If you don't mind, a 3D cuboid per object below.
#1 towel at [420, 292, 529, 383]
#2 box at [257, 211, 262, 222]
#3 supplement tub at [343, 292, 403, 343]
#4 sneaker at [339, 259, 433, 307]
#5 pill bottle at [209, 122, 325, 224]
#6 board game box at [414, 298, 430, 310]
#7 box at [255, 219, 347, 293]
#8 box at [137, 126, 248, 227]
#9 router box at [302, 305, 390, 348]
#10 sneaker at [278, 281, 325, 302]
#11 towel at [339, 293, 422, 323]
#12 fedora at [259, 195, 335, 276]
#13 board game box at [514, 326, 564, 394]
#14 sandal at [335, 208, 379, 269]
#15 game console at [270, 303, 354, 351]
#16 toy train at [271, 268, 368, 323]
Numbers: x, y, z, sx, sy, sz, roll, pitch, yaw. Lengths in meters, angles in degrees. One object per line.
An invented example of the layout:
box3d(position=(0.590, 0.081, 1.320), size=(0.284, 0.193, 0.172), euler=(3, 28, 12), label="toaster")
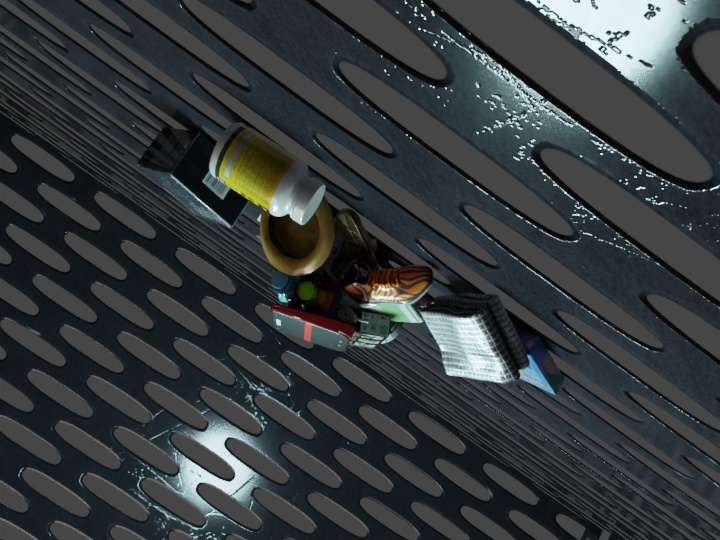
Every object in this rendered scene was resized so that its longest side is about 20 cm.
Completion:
box3d(position=(0.214, 0.130, 1.277), size=(0.199, 0.085, 0.167), euler=(-4, 122, 58), label="towel")
box3d(position=(-0.214, -0.143, 1.583), size=(0.038, 0.042, 0.200), euler=(36, 168, -10), label="box")
box3d(position=(0.029, 0.094, 1.651), size=(0.121, 0.124, 0.200), euler=(26, 166, 29), label="supplement tub")
box3d(position=(0.042, 0.021, 1.304), size=(0.197, 0.079, 0.112), euler=(-18, 146, 31), label="sneaker")
box3d(position=(-0.166, -0.172, 1.195), size=(0.198, 0.114, 0.113), euler=(32, 167, 6), label="pill bottle")
box3d(position=(0.136, 0.085, 1.491), size=(0.196, 0.020, 0.103), euler=(20, 166, 6), label="board game box")
box3d(position=(-0.108, -0.059, 1.457), size=(0.197, 0.116, 0.133), euler=(25, 164, 26), label="box")
box3d(position=(-0.381, -0.219, 1.532), size=(0.195, 0.125, 0.200), euler=(17, 160, 47), label="box")
box3d(position=(-0.042, 0.129, 1.510), size=(0.195, 0.052, 0.149), euler=(11, 160, -9), label="router box")
box3d(position=(-0.132, 0.056, 1.569), size=(0.119, 0.085, 0.200), euler=(22, 173, 30), label="sneaker")
box3d(position=(0.031, 0.079, 1.462), size=(0.196, 0.024, 0.153), euler=(1, 157, 23), label="towel")
box3d(position=(-0.115, -0.086, 1.330), size=(0.198, 0.205, 0.081), euler=(25, -165, 32), label="fedora")
box3d(position=(0.328, 0.174, 1.371), size=(0.150, 0.045, 0.200), euler=(23, 162, 41), label="board game box")
box3d(position=(0.002, -0.059, 1.342), size=(0.079, 0.054, 0.202), euler=(17, 145, 31), label="sandal")
box3d(position=(-0.102, 0.120, 1.385), size=(0.173, 0.032, 0.200), euler=(19, 162, 0), label="game console")
box3d(position=(-0.084, 0.055, 1.343), size=(0.197, 0.086, 0.116), euler=(20, 172, 28), label="toy train")
